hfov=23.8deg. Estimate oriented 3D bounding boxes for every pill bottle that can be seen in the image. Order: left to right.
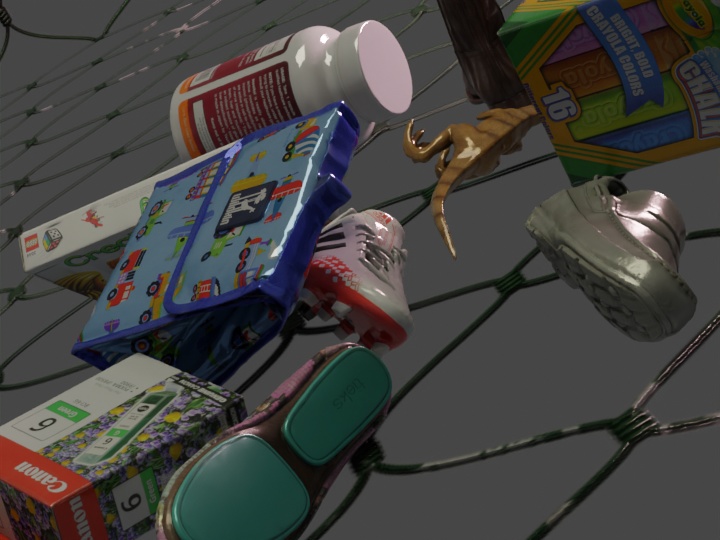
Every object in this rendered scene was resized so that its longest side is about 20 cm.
[{"bbox_3d":[-0.060,-0.147,1.505,0.200,0.113,0.113,-17,21,31],"label":"pill bottle"}]

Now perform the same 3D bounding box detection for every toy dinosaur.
[{"bbox_3d":[0.077,-0.082,1.213,0.106,0.060,0.200,-4,30,49],"label":"toy dinosaur"}]

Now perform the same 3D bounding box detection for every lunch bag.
[{"bbox_3d":[-0.069,-0.010,1.063,0.200,0.094,0.151,-29,31,46],"label":"lunch bag"}]

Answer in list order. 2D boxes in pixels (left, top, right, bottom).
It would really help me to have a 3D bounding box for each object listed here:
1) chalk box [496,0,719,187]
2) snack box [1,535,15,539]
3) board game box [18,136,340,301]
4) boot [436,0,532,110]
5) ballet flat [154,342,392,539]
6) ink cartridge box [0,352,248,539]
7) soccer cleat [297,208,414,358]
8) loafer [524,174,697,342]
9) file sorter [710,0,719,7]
[{"bbox_3d":[0.215,-0.155,1.100,0.200,0.124,0.125,-15,23,36],"label":"chalk box"},{"bbox_3d":[-0.265,0.191,1.022,0.200,0.037,0.116,-21,20,23],"label":"snack box"},{"bbox_3d":[-0.130,-0.031,1.245,0.200,0.035,0.126,-22,-23,21],"label":"board game box"},{"bbox_3d":[0.080,-0.227,1.369,0.064,0.200,0.186,-28,18,2],"label":"boot"},{"bbox_3d":[-0.052,0.107,0.907,0.071,0.069,0.200,-37,4,41],"label":"ballet flat"},{"bbox_3d":[-0.169,0.120,0.962,0.200,0.050,0.109,-28,29,-34],"label":"ink cartridge box"},{"bbox_3d":[0.000,0.000,1.090,0.085,0.069,0.200,-46,15,-6],"label":"soccer cleat"},{"bbox_3d":[0.142,-0.015,0.921,0.070,0.070,0.200,-37,17,2],"label":"loafer"},{"bbox_3d":[0.294,-0.197,0.907,0.124,0.139,0.200,-16,24,-36],"label":"file sorter"}]
